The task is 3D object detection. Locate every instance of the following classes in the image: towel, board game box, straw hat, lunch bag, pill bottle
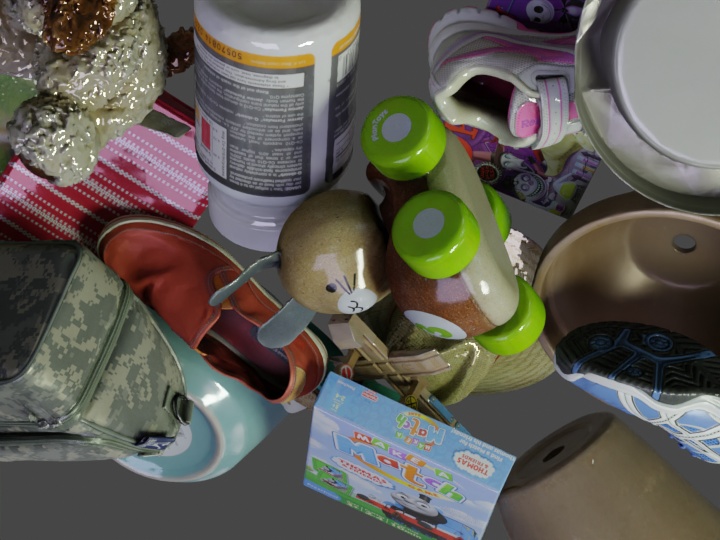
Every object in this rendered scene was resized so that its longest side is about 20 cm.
[{"bbox_3d":[-0.195,-0.058,1.788,0.144,0.022,0.200,32,114,-8],"label":"towel"},{"bbox_3d":[0.129,-0.131,1.658,0.120,0.032,0.200,24,134,2],"label":"board game box"},{"bbox_3d":[0.063,0.056,1.805,0.201,0.085,0.201,10,132,11],"label":"straw hat"},{"bbox_3d":[0.033,0.153,1.811,0.151,0.037,0.200,24,158,6],"label":"board game box"},{"bbox_3d":[-0.243,0.075,1.777,0.200,0.140,0.168,-5,146,35],"label":"lunch bag"},{"bbox_3d":[-0.060,-0.118,1.668,0.116,0.116,0.200,12,133,8],"label":"pill bottle"}]

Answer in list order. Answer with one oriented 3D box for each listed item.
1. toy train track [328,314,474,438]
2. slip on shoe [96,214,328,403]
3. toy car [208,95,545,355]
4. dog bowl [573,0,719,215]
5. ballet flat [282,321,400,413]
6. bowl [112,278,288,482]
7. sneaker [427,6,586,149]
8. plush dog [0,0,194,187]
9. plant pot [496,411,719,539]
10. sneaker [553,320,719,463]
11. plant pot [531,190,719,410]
[{"bbox_3d":[0.041,0.107,1.783,0.115,0.033,0.200,-7,135,47],"label":"toy train track"},{"bbox_3d":[-0.114,0.028,1.764,0.200,0.061,0.074,38,116,4],"label":"slip on shoe"},{"bbox_3d":[0.000,0.000,1.638,0.200,0.158,0.164,-25,148,12],"label":"toy car"},{"bbox_3d":[0.230,-0.139,1.509,0.200,0.059,0.200,0,106,-1],"label":"dog bowl"},{"bbox_3d":[-0.024,0.101,1.866,0.065,0.071,0.200,-31,125,30],"label":"ballet flat"},{"bbox_3d":[-0.149,0.092,1.895,0.200,0.105,0.201,9,132,10],"label":"bowl"},{"bbox_3d":[0.134,-0.118,1.586,0.200,0.088,0.081,4,131,17],"label":"sneaker"},{"bbox_3d":[-0.190,-0.184,1.640,0.160,0.200,0.172,-17,142,-10],"label":"plush dog"},{"bbox_3d":[0.195,0.211,1.851,0.200,0.200,0.175,-30,98,36],"label":"plant pot"},{"bbox_3d":[0.229,0.095,1.665,0.200,0.076,0.077,18,129,4],"label":"sneaker"},{"bbox_3d":[0.228,0.007,1.701,0.200,0.093,0.201,10,133,11],"label":"plant pot"}]
